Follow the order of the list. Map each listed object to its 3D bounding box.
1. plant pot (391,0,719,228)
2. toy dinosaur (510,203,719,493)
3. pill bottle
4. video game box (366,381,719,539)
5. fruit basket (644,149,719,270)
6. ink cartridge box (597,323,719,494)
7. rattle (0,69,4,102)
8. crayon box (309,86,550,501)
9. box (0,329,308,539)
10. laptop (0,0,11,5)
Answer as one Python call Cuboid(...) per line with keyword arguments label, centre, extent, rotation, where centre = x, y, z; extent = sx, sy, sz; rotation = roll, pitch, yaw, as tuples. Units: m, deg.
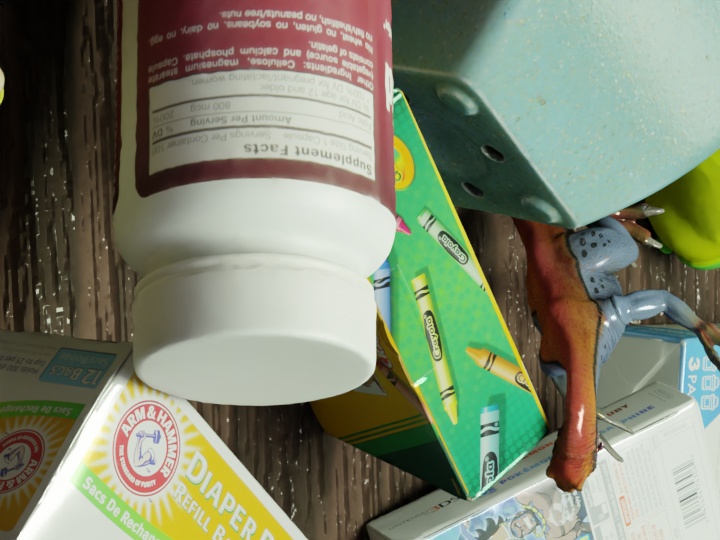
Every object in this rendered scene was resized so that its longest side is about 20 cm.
Cuboid(label="plant pot", centre=(0.082, -0.137, 1.331), extent=(0.201, 0.195, 0.196), rotation=(-57, 133, -19))
Cuboid(label="toy dinosaur", centre=(0.097, 0.031, 1.369), extent=(0.105, 0.200, 0.181), rotation=(-60, 170, 24))
Cuboid(label="pill bottle", centre=(-0.042, -0.055, 1.126), extent=(0.114, 0.114, 0.201), rotation=(22, 61, -48))
Cuboid(label="video game box", centre=(0.111, 0.184, 1.448), extent=(0.182, 0.047, 0.201), rotation=(-25, 114, -23))
Cuboid(label="fruit basket", centre=(0.229, -0.084, 1.505), extent=(0.215, 0.155, 0.217), rotation=(-19, 119, -39))
Cuboid(label="ink cartridge box", centre=(0.210, 0.089, 1.585), extent=(0.199, 0.068, 0.116), rotation=(-1, 95, -49))
Cuboid(label="rattle", centre=(-0.238, -0.040, 1.049), extent=(0.200, 0.130, 0.143), rotation=(-44, 118, -6))
Cuboid(label="crayon box", centre=(0.000, 0.000, 1.284), extent=(0.058, 0.119, 0.201), rotation=(-39, 123, -21))
Cuboid(label="box", centre=(-0.104, 0.125, 1.187), extent=(0.200, 0.112, 0.102), rotation=(52, 56, -37))
Cuboid(label="laptop", centre=(-0.134, -0.234, 1.195), extent=(0.200, 0.115, 0.188), rotation=(-71, 148, -61))
